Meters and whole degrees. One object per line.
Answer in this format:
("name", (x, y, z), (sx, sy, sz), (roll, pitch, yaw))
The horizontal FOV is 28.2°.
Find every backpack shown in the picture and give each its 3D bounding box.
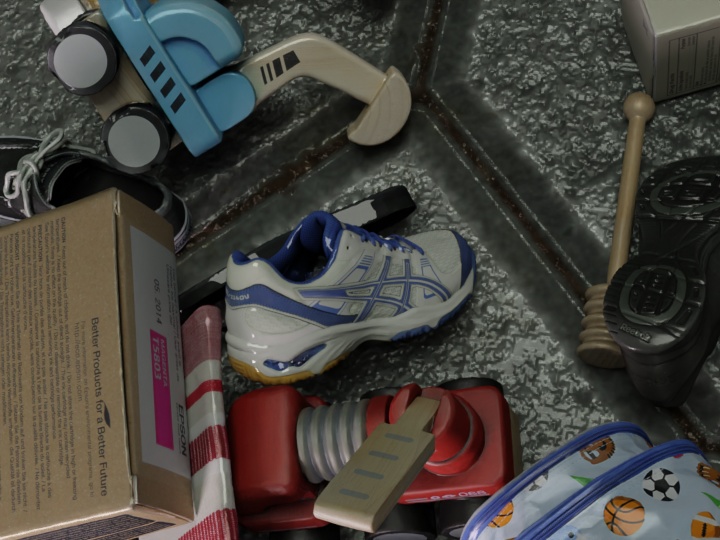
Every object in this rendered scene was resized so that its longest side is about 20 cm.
("backpack", (0.147, 0.173, 0.802), (0.200, 0.191, 0.154), (-40, 66, -6))

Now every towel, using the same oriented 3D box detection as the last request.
("towel", (-0.108, 0.140, 0.898), (0.023, 0.144, 0.201), (4, 64, -26))

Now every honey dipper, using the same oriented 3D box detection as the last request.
("honey dipper", (0.176, -0.034, 0.967), (0.038, 0.038, 0.201), (6, 68, 13))

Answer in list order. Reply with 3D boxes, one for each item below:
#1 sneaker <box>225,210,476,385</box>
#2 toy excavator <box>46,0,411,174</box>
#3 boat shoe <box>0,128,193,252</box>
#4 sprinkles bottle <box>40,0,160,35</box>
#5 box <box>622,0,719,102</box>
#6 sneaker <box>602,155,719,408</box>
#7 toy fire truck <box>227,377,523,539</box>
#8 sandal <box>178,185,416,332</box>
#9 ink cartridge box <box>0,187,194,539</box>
("sneaker", (0.000, 0.000, 0.916), (0.200, 0.089, 0.075), (-25, 28, -38))
("toy excavator", (-0.089, -0.138, 1.005), (0.199, 0.100, 0.195), (-31, 105, 8))
("boat shoe", (-0.219, -0.061, 1.032), (0.199, 0.068, 0.074), (21, 73, 18))
("sprinkles bottle", (-0.142, -0.225, 1.087), (0.200, 0.068, 0.068), (-34, 66, -5))
("box", (0.284, -0.193, 0.982), (0.199, 0.095, 0.078), (-15, 66, 3))
("sneaker", (0.209, 0.003, 0.928), (0.076, 0.091, 0.200), (10, 47, 31))
("toy fire truck", (-0.006, 0.113, 0.841), (0.175, 0.200, 0.129), (-8, 66, 16))
("sandal", (-0.049, 0.004, 0.975), (0.200, 0.075, 0.048), (-26, 83, -1))
("ink cartridge box", (-0.194, 0.071, 0.886), (0.164, 0.075, 0.201), (-15, 67, 20))
